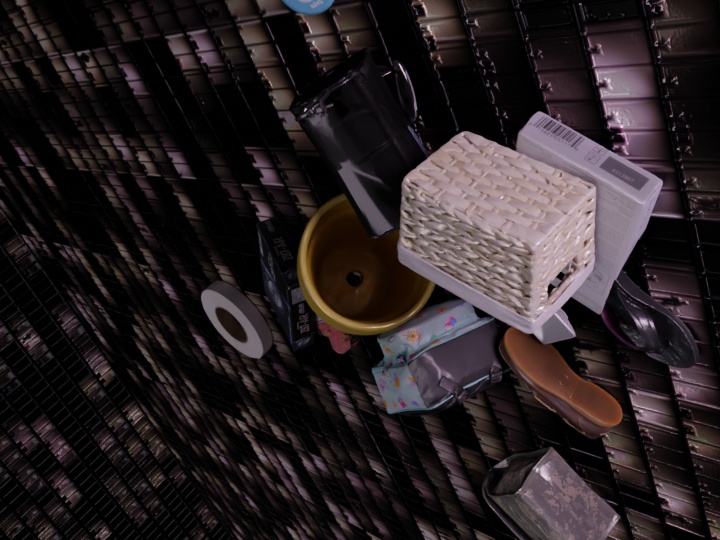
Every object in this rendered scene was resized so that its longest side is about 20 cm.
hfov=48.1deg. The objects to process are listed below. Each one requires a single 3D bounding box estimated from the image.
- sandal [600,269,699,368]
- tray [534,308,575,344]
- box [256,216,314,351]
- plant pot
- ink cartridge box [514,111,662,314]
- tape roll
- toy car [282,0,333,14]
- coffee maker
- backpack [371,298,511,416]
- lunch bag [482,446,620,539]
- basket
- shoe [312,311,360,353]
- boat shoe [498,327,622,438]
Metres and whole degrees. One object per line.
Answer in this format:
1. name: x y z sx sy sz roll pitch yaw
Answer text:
1. sandal: 0.318 0.052 0.975 0.200 0.048 0.075 44 150 7
2. tray: 0.206 0.016 1.088 0.200 0.022 0.107 47 167 0
3. box: -0.137 0.027 1.483 0.201 0.043 0.161 92 154 -52
4. plant pot: 0.000 0.000 1.204 0.201 0.201 0.189 46 167 1
5. ink cartridge box: 0.244 -0.063 0.934 0.162 0.057 0.201 36 154 25
6. tape roll: -0.284 0.114 1.854 0.202 0.037 0.204 33 147 24
7. toy car: 0.036 -0.350 0.786 0.197 0.186 0.178 13 146 -1
8. coffee maker: 0.005 -0.146 1.003 0.134 0.193 0.201 -17 115 40
9. backpack: 0.108 0.138 1.232 0.155 0.174 0.200 60 151 9
10. lunch bag: 0.300 0.396 1.351 0.164 0.118 0.200 45 157 1
11. basket: 0.148 -0.050 0.897 0.199 0.135 0.125 29 145 33
12. shoe: -0.025 0.093 1.459 0.091 0.071 0.200 50 156 -9
13. boat shoe: 0.273 0.165 1.147 0.200 0.070 0.071 42 146 9
